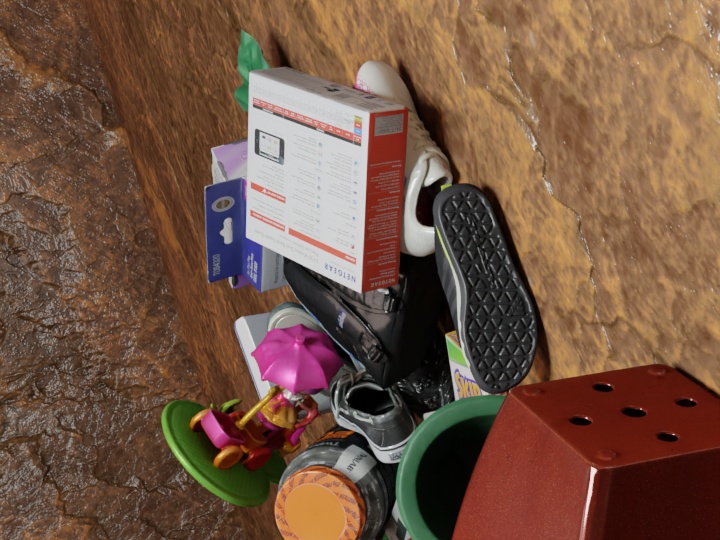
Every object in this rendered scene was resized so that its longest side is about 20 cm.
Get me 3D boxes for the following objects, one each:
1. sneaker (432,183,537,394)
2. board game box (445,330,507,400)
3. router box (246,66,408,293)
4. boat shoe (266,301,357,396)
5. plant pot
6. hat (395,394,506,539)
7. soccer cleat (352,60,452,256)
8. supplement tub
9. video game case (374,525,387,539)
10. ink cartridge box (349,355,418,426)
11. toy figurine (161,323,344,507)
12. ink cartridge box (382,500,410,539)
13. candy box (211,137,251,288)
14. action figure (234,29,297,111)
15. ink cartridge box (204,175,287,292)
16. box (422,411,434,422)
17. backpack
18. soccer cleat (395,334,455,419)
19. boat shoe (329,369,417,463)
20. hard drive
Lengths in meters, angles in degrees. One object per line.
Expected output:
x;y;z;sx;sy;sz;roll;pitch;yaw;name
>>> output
0.112;0.014;1.297;0.083;0.072;0.201;129;131;-80;sneaker
0.127;0.151;1.451;0.096;0.030;0.201;-137;36;-60;board game box
-0.039;-0.094;1.398;0.200;0.049;0.180;26;120;46;router box
-0.062;0.081;1.614;0.062;0.073;0.200;64;-173;34;boat shoe
0.186;0.176;0.991;0.200;0.199;0.177;-139;46;-62;plant pot
0.118;0.202;1.349;0.176;0.199;0.166;26;-121;-81;hat
0.052;-0.115;1.374;0.086;0.070;0.201;-17;86;50;soccer cleat
-0.016;0.239;1.559;0.200;0.122;0.123;-27;-79;-71;supplement tub
0.077;0.368;1.664;0.182;0.022;0.200;33;-164;-41;video game case
0.008;0.097;1.665;0.099;0.039;0.200;-106;-8;-74;ink cartridge box
-0.086;0.142;1.533;0.150;0.184;0.200;53;-162;28;toy figurine
0.103;0.299;1.508;0.147;0.083;0.200;51;161;18;ink cartridge box
-0.086;-0.083;1.669;0.200;0.167;0.072;97;151;-56;candy box
-0.095;-0.214;1.773;0.200;0.055;0.118;46;149;45;action figure
-0.076;-0.051;1.610;0.197;0.200;0.043;96;152;-57;ink cartridge box
0.088;0.196;1.548;0.200;0.039;0.042;89;169;-68;box
0.000;0.000;1.505;0.200;0.154;0.164;28;124;29;backpack
0.057;0.087;1.576;0.200;0.068;0.073;62;-179;30;soccer cleat
0.005;0.141;1.528;0.068;0.073;0.199;66;175;-21;boat shoe
-0.051;0.108;1.718;0.025;0.200;0.132;-35;71;43;hard drive
